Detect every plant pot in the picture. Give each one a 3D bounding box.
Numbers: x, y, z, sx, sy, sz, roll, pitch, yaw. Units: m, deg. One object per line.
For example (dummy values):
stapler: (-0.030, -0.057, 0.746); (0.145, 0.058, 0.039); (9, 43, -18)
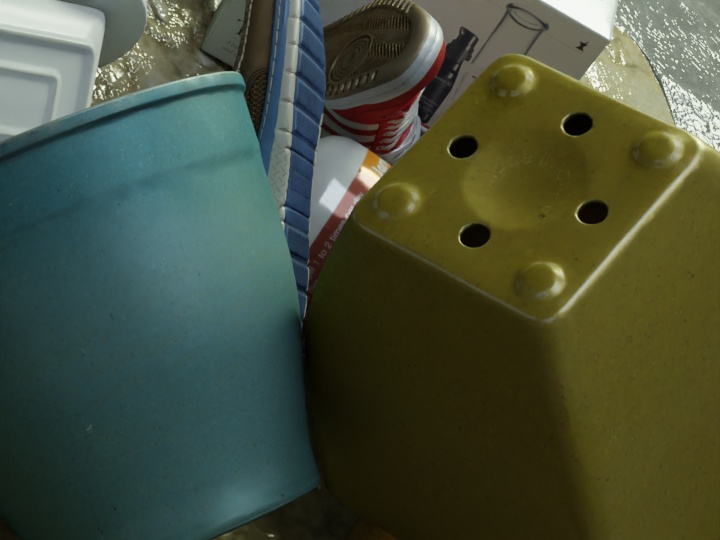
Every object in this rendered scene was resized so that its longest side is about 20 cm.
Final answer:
plant pot: (-0.111, 0.035, 1.008); (0.200, 0.199, 0.189); (-22, 89, -53)
plant pot: (0.089, 0.022, 1.016); (0.194, 0.201, 0.196); (29, 65, 33)

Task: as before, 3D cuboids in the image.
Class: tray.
tray: (-0.198, -0.087, 1.084); (0.199, 0.022, 0.108); (5, 98, -51)

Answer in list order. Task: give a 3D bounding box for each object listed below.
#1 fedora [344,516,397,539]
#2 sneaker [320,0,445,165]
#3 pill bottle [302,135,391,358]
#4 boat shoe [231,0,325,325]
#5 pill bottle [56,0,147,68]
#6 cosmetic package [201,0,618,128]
fedora: (0.091, 0.152, 1.144); (0.200, 0.199, 0.082); (-38, 120, -54)
sneaker: (0.015, -0.084, 1.249); (0.112, 0.200, 0.071); (42, 69, -19)
pill bottle: (0.000, 0.000, 1.201); (0.199, 0.112, 0.112); (35, 37, -7)
boat shoe: (-0.061, -0.062, 1.113); (0.072, 0.072, 0.202); (46, 48, -73)
pill bottle: (-0.168, -0.210, 1.221); (0.110, 0.111, 0.201); (18, 46, -36)
cosmetic package: (0.028, -0.145, 1.309); (0.199, 0.151, 0.052); (28, 39, -10)
